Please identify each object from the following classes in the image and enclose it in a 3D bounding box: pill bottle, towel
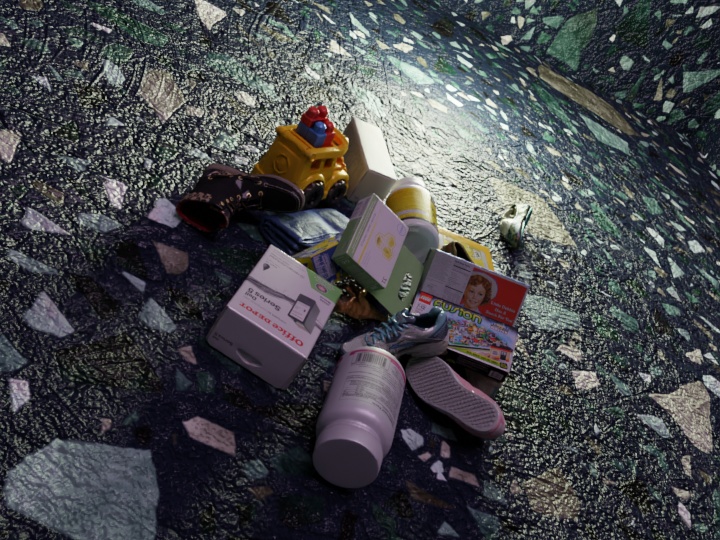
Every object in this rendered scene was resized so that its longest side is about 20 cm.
[{"bbox_3d":[-0.002,0.214,1.186,0.113,0.113,0.200,32,33,-7],"label":"pill bottle"},{"bbox_3d":[-0.088,-0.076,1.521,0.112,0.049,0.200,41,32,28],"label":"towel"},{"bbox_3d":[0.106,-0.111,1.700,0.111,0.111,0.200,24,35,-18],"label":"pill bottle"}]

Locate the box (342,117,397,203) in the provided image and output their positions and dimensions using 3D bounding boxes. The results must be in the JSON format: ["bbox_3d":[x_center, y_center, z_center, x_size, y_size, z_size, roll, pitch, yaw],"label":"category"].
[{"bbox_3d":[0.008,-0.238,1.789,0.078,0.095,0.200,18,38,-28],"label":"box"}]

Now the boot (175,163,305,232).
[{"bbox_3d":[-0.212,-0.119,1.421,0.200,0.073,0.151,19,34,8],"label":"boot"}]

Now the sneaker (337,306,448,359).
[{"bbox_3d":[0.056,0.105,1.358,0.200,0.086,0.078,-13,40,-19],"label":"sneaker"}]

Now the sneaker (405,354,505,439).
[{"bbox_3d":[0.166,0.221,1.383,0.200,0.075,0.105,35,-5,34],"label":"sneaker"}]

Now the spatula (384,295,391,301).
[{"bbox_3d":[0.000,0.000,1.525,0.056,0.021,0.200,4,29,-39],"label":"spatula"}]

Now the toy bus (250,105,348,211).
[{"bbox_3d":[-0.091,-0.232,1.588,0.136,0.192,0.200,40,30,22],"label":"toy bus"}]

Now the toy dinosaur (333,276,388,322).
[{"bbox_3d":[0.002,0.066,1.450,0.200,0.060,0.106,19,50,-44],"label":"toy dinosaur"}]

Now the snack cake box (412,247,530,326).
[{"bbox_3d":[0.210,0.044,1.559,0.200,0.115,0.067,21,1,-8],"label":"snack cake box"}]

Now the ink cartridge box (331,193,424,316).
[{"bbox_3d":[0.050,-0.019,1.444,0.200,0.048,0.146,43,52,-26],"label":"ink cartridge box"}]

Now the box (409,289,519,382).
[{"bbox_3d":[0.180,0.117,1.462,0.200,0.035,0.110,21,47,3],"label":"box"}]

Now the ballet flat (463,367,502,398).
[{"bbox_3d":[0.213,0.153,1.511,0.067,0.062,0.200,10,41,-36],"label":"ballet flat"}]

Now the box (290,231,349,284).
[{"bbox_3d":[-0.038,-0.025,1.442,0.200,0.070,0.064,-28,106,-46],"label":"box"}]

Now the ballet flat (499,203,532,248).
[{"bbox_3d":[0.382,-0.113,2.017,0.074,0.074,0.200,37,31,1],"label":"ballet flat"}]

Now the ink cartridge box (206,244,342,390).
[{"bbox_3d":[-0.132,0.070,1.274,0.145,0.084,0.200,33,33,-5],"label":"ink cartridge box"}]

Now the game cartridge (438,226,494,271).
[{"bbox_3d":[0.222,-0.006,1.749,0.176,0.032,0.200,22,35,-22],"label":"game cartridge"}]

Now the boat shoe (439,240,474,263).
[{"bbox_3d":[0.217,0.035,1.624,0.072,0.068,0.200,-26,81,-40],"label":"boat shoe"}]
